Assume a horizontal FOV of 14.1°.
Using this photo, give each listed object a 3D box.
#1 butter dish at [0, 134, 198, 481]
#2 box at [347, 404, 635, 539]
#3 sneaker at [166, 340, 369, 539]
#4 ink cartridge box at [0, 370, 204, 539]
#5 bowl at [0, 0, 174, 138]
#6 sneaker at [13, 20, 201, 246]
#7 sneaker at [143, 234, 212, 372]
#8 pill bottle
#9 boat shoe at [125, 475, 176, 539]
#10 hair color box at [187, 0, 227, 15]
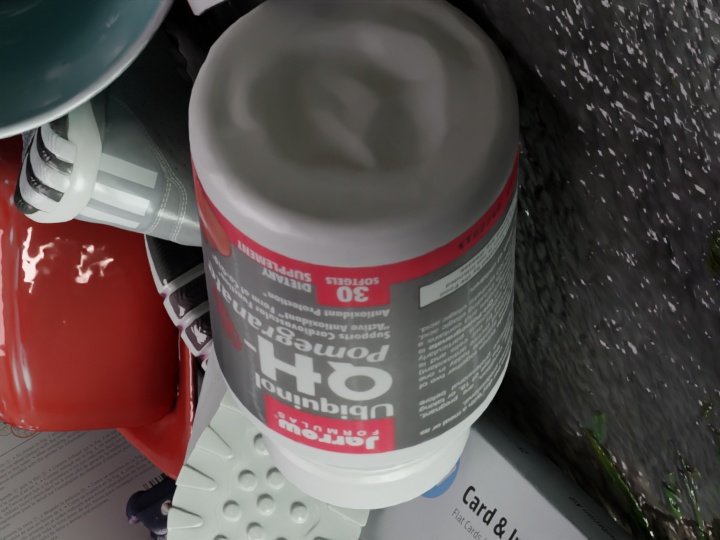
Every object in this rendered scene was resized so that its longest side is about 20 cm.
[{"bbox_3d":[-0.170,-0.008,1.394,0.200,0.147,0.200,39,134,52],"label":"butter dish"},{"bbox_3d":[0.032,0.171,1.108,0.041,0.200,0.156,20,-163,-42],"label":"box"},{"bbox_3d":[-0.033,0.059,1.165,0.080,0.076,0.201,151,135,-76],"label":"sneaker"},{"bbox_3d":[-0.169,0.108,1.541,0.176,0.200,0.045,48,161,37],"label":"ink cartridge box"},{"bbox_3d":[-0.162,-0.155,1.160,0.201,0.200,0.105,64,-178,-9],"label":"bowl"},{"bbox_3d":[-0.081,-0.061,1.240,0.200,0.115,0.075,-90,23,-60],"label":"sneaker"},{"bbox_3d":[-0.044,0.060,1.273,0.200,0.075,0.116,56,146,17],"label":"sneaker"},{"bbox_3d":[0.000,0.000,1.029,0.111,0.110,0.200,51,161,29],"label":"pill bottle"},{"bbox_3d":[-0.050,0.116,1.392,0.075,0.093,0.200,61,164,-3],"label":"boat shoe"},{"bbox_3d":[-0.065,-0.193,0.991,0.201,0.061,0.101,64,163,-7],"label":"hair color box"}]
